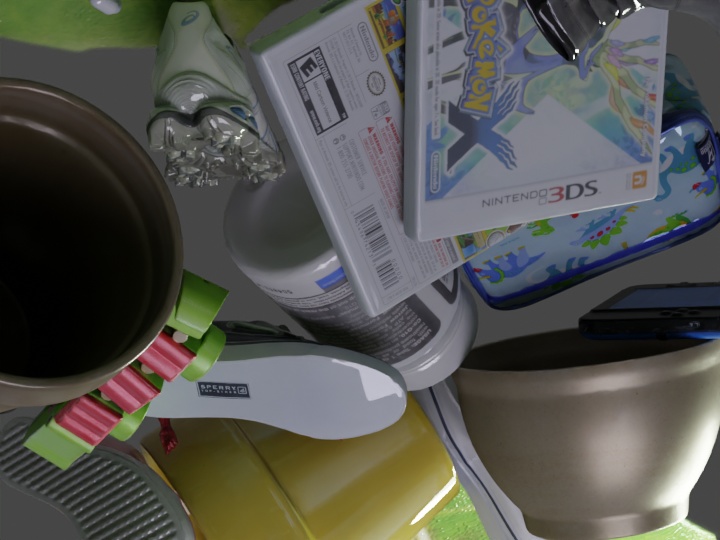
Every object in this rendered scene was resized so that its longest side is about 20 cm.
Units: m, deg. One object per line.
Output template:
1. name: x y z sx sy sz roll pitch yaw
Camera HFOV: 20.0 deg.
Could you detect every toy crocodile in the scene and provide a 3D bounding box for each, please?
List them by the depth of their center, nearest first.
1. toy crocodile: -0.151 0.067 1.309 0.067 0.062 0.200 38 122 -20

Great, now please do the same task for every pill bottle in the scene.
1. pill bottle: 0.000 0.000 1.393 0.114 0.114 0.200 -28 143 12

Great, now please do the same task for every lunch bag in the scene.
1. lunch bag: 0.155 -0.058 1.421 0.200 0.083 0.161 -21 147 3

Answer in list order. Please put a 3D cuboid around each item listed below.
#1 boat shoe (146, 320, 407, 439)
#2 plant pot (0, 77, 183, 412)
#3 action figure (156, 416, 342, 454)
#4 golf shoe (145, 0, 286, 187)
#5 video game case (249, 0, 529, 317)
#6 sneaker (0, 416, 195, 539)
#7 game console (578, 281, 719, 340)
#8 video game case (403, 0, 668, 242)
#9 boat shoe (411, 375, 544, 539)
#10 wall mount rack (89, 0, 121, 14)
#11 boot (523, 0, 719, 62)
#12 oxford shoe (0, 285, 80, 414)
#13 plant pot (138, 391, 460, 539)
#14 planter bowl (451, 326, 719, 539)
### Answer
1. boat shoe: -0.065 0.065 1.373 0.199 0.068 0.072 1 126 11
2. plant pot: -0.231 0.010 1.255 0.200 0.200 0.174 2 154 -28
3. action figure: -0.111 0.095 1.432 0.200 0.099 0.065 15 148 5
4. golf shoe: -0.088 -0.105 1.250 0.078 0.097 0.200 -4 171 -1
5. video game case: 0.045 -0.096 1.264 0.182 0.023 0.200 -31 121 -13
6. sneaker: -0.170 0.169 1.486 0.105 0.200 0.075 25 92 -53
7. game console: 0.258 -0.020 1.488 0.170 0.119 0.200 -2 -174 19
8. video game case: 0.110 -0.126 1.258 0.182 0.022 0.200 -11 114 -26
9. boat shoe: 0.104 0.137 1.583 0.067 0.074 0.200 -27 101 19
10. wall mount rack: -0.230 -0.164 1.106 0.200 0.075 0.174 -34 142 17
11. boot: 0.168 -0.167 1.228 0.132 0.070 0.200 -41 112 -7
12. oxford shoe: -0.192 0.036 1.388 0.084 0.073 0.200 4 143 -46
13. plant pot: -0.037 0.163 1.536 0.189 0.201 0.201 -32 145 -10
14. planter bowl: 0.170 0.119 1.479 0.200 0.135 0.200 -7 -175 1
